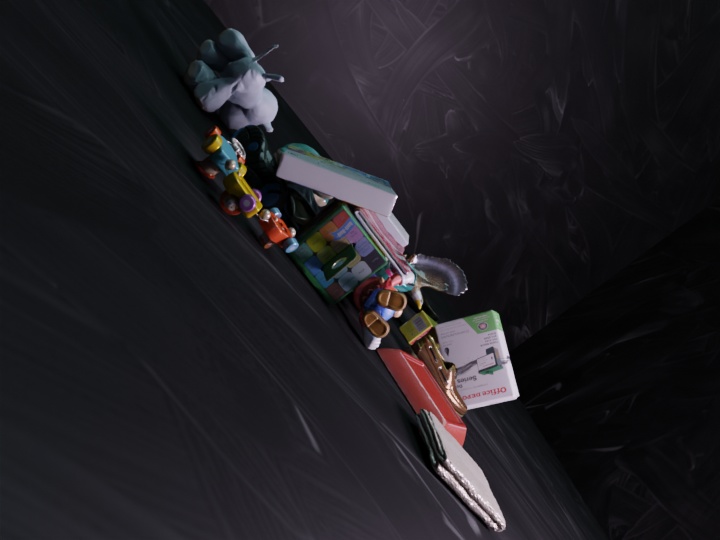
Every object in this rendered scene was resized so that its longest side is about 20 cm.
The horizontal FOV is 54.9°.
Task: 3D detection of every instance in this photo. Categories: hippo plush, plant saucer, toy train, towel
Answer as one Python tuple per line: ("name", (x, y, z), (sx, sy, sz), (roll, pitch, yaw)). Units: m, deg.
("hippo plush", (-0.227, -0.363, 1.357), (0.161, 0.198, 0.161), (54, 23, -66))
("plant saucer", (0.123, 0.230, 1.280), (0.200, 0.037, 0.200), (57, 8, 25))
("toy train", (-0.171, -0.110, 1.005), (0.201, 0.055, 0.150), (58, 8, 15))
("towel", (0.156, 0.317, 1.099), (0.200, 0.034, 0.133), (50, 9, -26))
("towel", (0.036, -0.068, 1.234), (0.144, 0.023, 0.200), (52, 8, -11))

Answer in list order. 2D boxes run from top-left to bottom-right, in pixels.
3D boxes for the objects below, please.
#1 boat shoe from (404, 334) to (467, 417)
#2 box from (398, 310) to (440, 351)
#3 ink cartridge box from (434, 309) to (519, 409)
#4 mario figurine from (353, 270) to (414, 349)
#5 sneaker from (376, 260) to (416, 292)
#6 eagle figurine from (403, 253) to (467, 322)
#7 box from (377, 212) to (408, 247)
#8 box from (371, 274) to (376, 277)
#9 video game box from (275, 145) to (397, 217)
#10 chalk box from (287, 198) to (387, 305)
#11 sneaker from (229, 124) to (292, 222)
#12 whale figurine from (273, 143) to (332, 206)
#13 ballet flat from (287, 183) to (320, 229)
("boat shoe", (0.180, 0.229, 1.496), (0.200, 0.068, 0.072), (52, 6, -14))
("box", (0.166, 0.162, 1.703), (0.050, 0.075, 0.200), (57, 8, 29))
("ink cartridge box", (0.268, 0.210, 1.596), (0.084, 0.145, 0.202), (28, 47, -67))
("mario figurine", (0.050, 0.064, 1.206), (0.200, 0.123, 0.107), (-100, 169, -83))
("sneaker", (0.072, 0.035, 1.528), (0.084, 0.120, 0.200), (55, 8, 19))
("eagle figurine", (0.138, 0.035, 1.677), (0.199, 0.152, 0.151), (16, -12, -41))
("box", (0.019, -0.064, 1.539), (0.107, 0.152, 0.200), (52, 8, -3))
("box", (0.000, 0.000, 1.356), (0.201, 0.032, 0.121), (66, -8, -9))
("video game box", (-0.042, -0.158, 1.195), (0.199, 0.047, 0.182), (20, 15, -6))
("chalk box", (-0.039, -0.035, 1.170), (0.124, 0.125, 0.200), (51, 7, -10))
("sneaker", (-0.175, -0.167, 1.211), (0.082, 0.073, 0.201), (56, 10, -60))
("whale figurine", (-0.108, -0.204, 1.439), (0.159, 0.104, 0.200), (48, -13, -29))
("ballet flat", (-0.097, -0.085, 1.310), (0.201, 0.073, 0.073), (62, 11, 21))
